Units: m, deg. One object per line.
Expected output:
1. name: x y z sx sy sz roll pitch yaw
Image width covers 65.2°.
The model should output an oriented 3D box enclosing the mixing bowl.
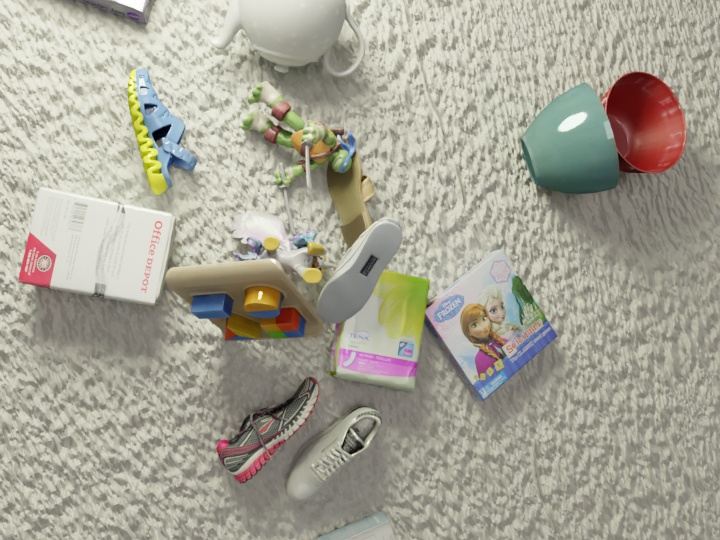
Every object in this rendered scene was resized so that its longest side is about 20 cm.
1. mixing bowl: 0.533 -0.279 1.127 0.197 0.108 0.204 2 83 -19

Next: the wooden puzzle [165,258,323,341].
1. wooden puzzle: -0.169 0.061 0.847 0.182 0.201 0.047 -4 56 15

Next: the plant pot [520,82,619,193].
1. plant pot: 0.381 -0.228 1.061 0.133 0.200 0.203 -18 89 13

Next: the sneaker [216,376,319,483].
1. sneaker: -0.145 0.249 0.919 0.200 0.081 0.075 -44 93 -14

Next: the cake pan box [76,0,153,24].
1. cake pan box: -0.427 -0.535 0.944 0.197 0.052 0.187 14 83 -12

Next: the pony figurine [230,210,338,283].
1. pony figurine: -0.134 -0.014 0.911 0.190 0.200 0.169 4 90 2

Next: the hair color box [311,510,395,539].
1. hair color box: -0.034 0.491 0.933 0.197 0.061 0.100 -17 88 -16

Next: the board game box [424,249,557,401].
1. board game box: 0.238 0.100 1.051 0.199 0.041 0.201 -36 94 -15

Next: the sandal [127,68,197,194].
1. sandal: -0.328 -0.231 0.929 0.086 0.079 0.203 -16 97 -19

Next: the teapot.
1. teapot: -0.118 -0.414 0.962 0.198 0.197 0.148 27 121 26

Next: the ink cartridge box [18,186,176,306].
1. ink cartridge box: -0.401 -0.032 0.881 0.197 0.083 0.148 11 81 -13

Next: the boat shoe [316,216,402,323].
1. boat shoe: 0.000 0.000 0.921 0.073 0.065 0.200 38 103 -13

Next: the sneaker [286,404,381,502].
1. sneaker: -0.045 0.305 0.939 0.076 0.080 0.200 46 77 -7

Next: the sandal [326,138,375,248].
1. sandal: -0.004 -0.128 1.006 0.069 0.077 0.215 15 57 -49

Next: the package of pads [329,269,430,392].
1. package of pads: 0.030 0.098 0.984 0.152 0.068 0.203 12 78 -13

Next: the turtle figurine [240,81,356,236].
1. turtle figurine: -0.120 -0.202 0.937 0.193 0.144 0.201 38 84 2
